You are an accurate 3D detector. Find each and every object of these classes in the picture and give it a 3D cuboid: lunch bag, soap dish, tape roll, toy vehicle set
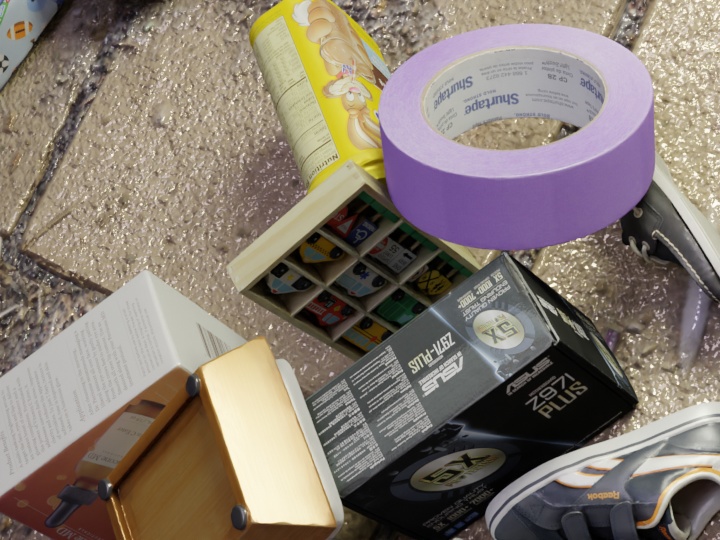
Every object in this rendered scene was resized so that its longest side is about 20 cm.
[{"bbox_3d":[-0.376,-0.263,1.858,0.201,0.075,0.160,-52,53,4],"label":"lunch bag"},{"bbox_3d":[-0.106,0.167,1.380,0.200,0.081,0.158,-49,52,39],"label":"soap dish"},{"bbox_3d":[0.114,-0.100,1.390,0.198,0.066,0.201,-6,37,5],"label":"tape roll"},{"bbox_3d":[0.000,0.000,1.462,0.124,0.200,0.027,-41,55,11],"label":"toy vehicle set"}]

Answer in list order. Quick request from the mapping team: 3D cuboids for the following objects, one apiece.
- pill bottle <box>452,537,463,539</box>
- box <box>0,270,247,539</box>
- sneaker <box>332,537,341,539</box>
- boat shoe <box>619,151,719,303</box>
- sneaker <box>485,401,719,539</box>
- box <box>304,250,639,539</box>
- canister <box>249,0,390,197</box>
[{"bbox_3d":[0.042,0.300,1.374,0.114,0.114,0.200,41,95,34],"label":"pill bottle"},{"bbox_3d":[-0.191,0.122,1.548,0.199,0.152,0.107,-36,49,14],"label":"box"},{"bbox_3d":[-0.038,0.235,1.479,0.200,0.080,0.071,16,91,53],"label":"sneaker"},{"bbox_3d":[0.218,-0.041,1.428,0.060,0.074,0.201,-39,54,12],"label":"boat shoe"},{"bbox_3d":[0.184,0.167,1.364,0.199,0.078,0.080,-27,55,17],"label":"sneaker"},{"bbox_3d":[0.079,0.099,1.400,0.199,0.164,0.086,-37,57,12],"label":"box"},{"bbox_3d":[-0.007,-0.111,1.541,0.086,0.148,0.201,-32,57,16],"label":"canister"}]
